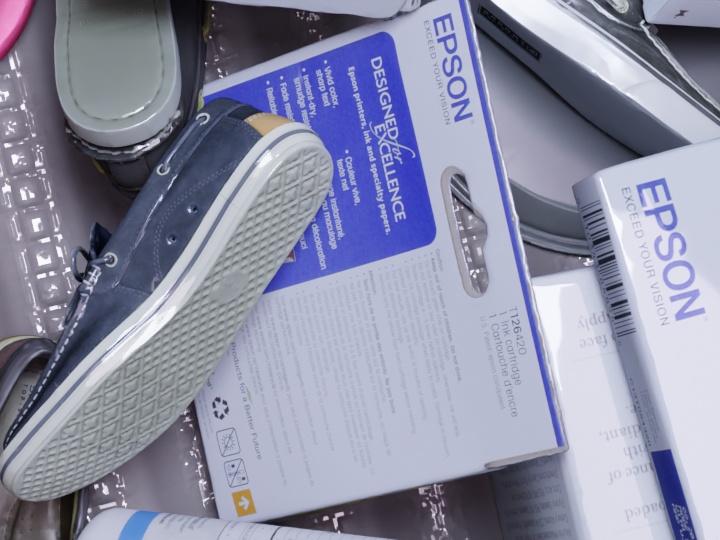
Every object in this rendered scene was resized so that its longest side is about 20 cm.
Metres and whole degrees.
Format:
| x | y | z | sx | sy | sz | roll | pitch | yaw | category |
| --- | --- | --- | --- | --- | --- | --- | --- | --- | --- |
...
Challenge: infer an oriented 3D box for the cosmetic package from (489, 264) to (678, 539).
| x | y | z | sx | sy | sz | roll | pitch | yaw | category |
| --- | --- | --- | --- | --- | --- | --- | --- | --- | --- |
| 0.153 | 0.092 | 1.156 | 0.164 | 0.165 | 0.201 | -11 | 85 | -10 | cosmetic package |

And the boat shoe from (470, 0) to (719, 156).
| x | y | z | sx | sy | sz | roll | pitch | yaw | category |
| --- | --- | --- | --- | --- | --- | --- | --- | --- | --- |
| 0.102 | -0.118 | 1.182 | 0.200 | 0.071 | 0.064 | 39 | 80 | -1 | boat shoe |

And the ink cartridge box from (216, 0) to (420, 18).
| x | y | z | sx | sy | sz | roll | pitch | yaw | category |
| --- | --- | --- | --- | --- | --- | --- | --- | --- | --- |
| -0.037 | -0.204 | 1.134 | 0.145 | 0.083 | 0.200 | 5 | 39 | 0 | ink cartridge box |

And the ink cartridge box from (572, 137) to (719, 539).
| x | y | z | sx | sy | sz | roll | pitch | yaw | category |
| --- | --- | --- | --- | --- | --- | --- | --- | --- | --- |
| 0.208 | 0.031 | 1.069 | 0.199 | 0.043 | 0.197 | -16 | 86 | -11 | ink cartridge box |

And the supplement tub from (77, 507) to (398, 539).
| x | y | z | sx | sy | sz | roll | pitch | yaw | category |
| --- | --- | --- | --- | --- | --- | --- | --- | --- | --- |
| -0.026 | 0.176 | 1.113 | 0.199 | 0.132 | 0.133 | 7 | 82 | 8 | supplement tub |

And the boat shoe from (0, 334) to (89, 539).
| x | y | z | sx | sy | sz | roll | pitch | yaw | category |
| --- | --- | --- | --- | --- | --- | --- | --- | --- | --- |
| -0.157 | 0.127 | 1.152 | 0.073 | 0.065 | 0.201 | 3 | 84 | -9 | boat shoe |

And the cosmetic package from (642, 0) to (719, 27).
| x | y | z | sx | sy | sz | roll | pitch | yaw | category |
| --- | --- | --- | --- | --- | --- | --- | --- | --- | --- |
| 0.212 | -0.185 | 1.209 | 0.199 | 0.052 | 0.151 | 0 | 67 | -25 | cosmetic package |

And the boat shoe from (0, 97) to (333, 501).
| x | y | z | sx | sy | sz | roll | pitch | yaw | category |
| --- | --- | --- | --- | --- | --- | --- | --- | --- | --- |
| -0.092 | 0.012 | 1.115 | 0.062 | 0.075 | 0.200 | 37 | 93 | 29 | boat shoe |

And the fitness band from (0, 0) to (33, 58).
| x | y | z | sx | sy | sz | roll | pitch | yaw | category |
| --- | --- | --- | --- | --- | --- | --- | --- | --- | --- |
| -0.242 | -0.131 | 1.177 | 0.199 | 0.037 | 0.144 | -23 | 85 | -12 | fitness band |

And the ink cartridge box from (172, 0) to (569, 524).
| x | y | z | sx | sy | sz | roll | pitch | yaw | category |
| --- | --- | --- | --- | --- | --- | --- | --- | --- | --- |
| 0.000 | 0.000 | 1.139 | 0.047 | 0.200 | 0.198 | -5 | 81 | -53 | ink cartridge box |

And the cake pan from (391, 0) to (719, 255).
| x | y | z | sx | sy | sz | roll | pitch | yaw | category |
| --- | --- | --- | --- | --- | --- | --- | --- | --- | --- |
| 0.115 | -0.109 | 1.238 | 0.199 | 0.037 | 0.201 | 1 | 83 | -10 | cake pan |

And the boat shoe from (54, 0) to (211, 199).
| x | y | z | sx | sy | sz | roll | pitch | yaw | category |
| --- | --- | --- | --- | --- | --- | --- | --- | --- | --- |
| -0.103 | -0.124 | 1.174 | 0.071 | 0.061 | 0.202 | -5 | 54 | 7 | boat shoe |
